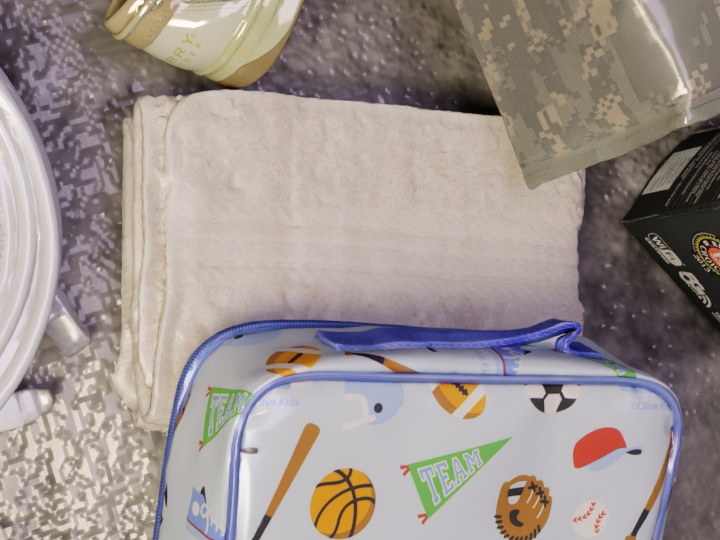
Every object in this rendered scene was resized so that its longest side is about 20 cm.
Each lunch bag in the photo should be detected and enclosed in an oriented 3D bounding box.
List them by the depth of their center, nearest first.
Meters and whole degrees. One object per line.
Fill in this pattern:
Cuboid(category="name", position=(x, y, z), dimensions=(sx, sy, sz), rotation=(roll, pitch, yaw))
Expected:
Cuboid(category="lunch bag", position=(0.024, 0.092, 0.817), dimensions=(0.200, 0.076, 0.160), rotation=(2, 102, -27))
Cuboid(category="lunch bag", position=(0.130, -0.146, 0.885), dimensions=(0.200, 0.118, 0.164), rotation=(-24, 92, -37))

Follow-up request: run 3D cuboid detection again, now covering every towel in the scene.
Cuboid(category="towel", position=(0.000, 0.000, 0.859), dimensions=(0.200, 0.034, 0.133), rotation=(4, 84, -26))

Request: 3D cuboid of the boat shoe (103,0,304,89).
Cuboid(category="boat shoe", position=(-0.041, -0.172, 0.839), dimensions=(0.063, 0.073, 0.201), rotation=(21, 83, -26))

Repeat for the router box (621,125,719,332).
Cuboid(category="router box", position=(0.222, 0.021, 0.895), dimensions=(0.200, 0.150, 0.062), rotation=(46, 69, -13))

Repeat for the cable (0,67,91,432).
Cuboid(category="cable", position=(-0.202, -0.010, 0.744), dimensions=(0.200, 0.069, 0.200), rotation=(-28, 96, -25))
